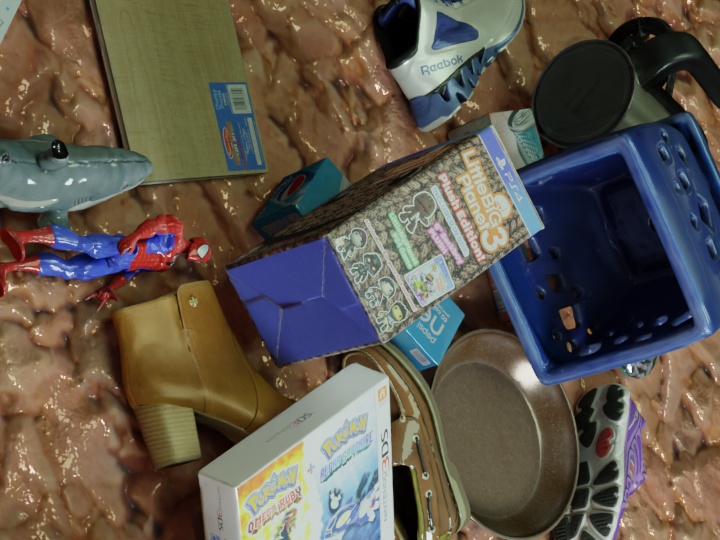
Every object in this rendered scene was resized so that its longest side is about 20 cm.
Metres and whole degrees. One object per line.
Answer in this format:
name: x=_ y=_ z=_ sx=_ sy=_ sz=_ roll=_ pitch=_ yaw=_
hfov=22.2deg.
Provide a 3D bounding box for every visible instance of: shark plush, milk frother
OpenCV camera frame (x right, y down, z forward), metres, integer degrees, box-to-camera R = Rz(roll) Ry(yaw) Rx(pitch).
shark plush: x=-0.251 y=-0.090 z=1.408 sx=0.200 sy=0.083 sz=0.092 roll=28 pitch=53 yaw=-51
milk frother: x=0.264 y=-0.190 z=1.899 sx=0.200 sy=0.181 sz=0.188 roll=45 pitch=8 yaw=38

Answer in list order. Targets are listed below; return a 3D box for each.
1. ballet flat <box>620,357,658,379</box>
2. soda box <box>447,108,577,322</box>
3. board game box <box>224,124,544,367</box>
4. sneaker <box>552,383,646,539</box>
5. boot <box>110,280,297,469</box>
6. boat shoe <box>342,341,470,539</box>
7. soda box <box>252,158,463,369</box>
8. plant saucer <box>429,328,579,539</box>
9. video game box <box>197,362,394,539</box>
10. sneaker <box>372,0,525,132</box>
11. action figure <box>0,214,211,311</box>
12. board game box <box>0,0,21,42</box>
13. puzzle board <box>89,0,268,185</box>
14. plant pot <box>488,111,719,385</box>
ballet flat: x=0.309 y=0.015 z=1.926 sx=0.072 sy=0.072 sz=0.202 roll=29 pitch=58 yaw=-32
soda box: x=0.154 y=-0.054 z=1.810 sx=0.068 sy=0.063 sz=0.202 roll=-11 pitch=83 yaw=-44
board game box: x=0.019 y=-0.019 z=1.501 sx=0.199 sy=0.159 sz=0.097 roll=-34 pitch=100 yaw=-35
sneaker: x=0.248 y=0.207 z=1.797 sx=0.083 sy=0.080 sz=0.201 roll=43 pitch=50 yaw=-31
boot: x=-0.107 y=0.078 z=1.516 sx=0.200 sy=0.071 sz=0.145 roll=-6 pitch=81 yaw=-39
boat shoe: x=0.032 y=0.154 z=1.617 sx=0.068 sy=0.072 sz=0.201 roll=-32 pitch=97 yaw=-44
soda box: x=0.000 y=0.000 z=1.637 sx=0.200 sy=0.064 sz=0.068 roll=49 pitch=49 yaw=-20
plant saucer: x=0.126 y=0.156 z=1.729 sx=0.199 sy=0.037 sz=0.202 roll=16 pitch=66 yaw=-39
video game box: x=-0.046 y=0.199 z=1.489 sx=0.200 sy=0.047 sz=0.184 roll=-33 pitch=128 yaw=-44
sneaker: x=0.081 y=-0.241 z=1.796 sx=0.115 sy=0.080 sz=0.200 roll=49 pitch=50 yaw=-21
action figure: x=-0.199 y=-0.011 z=1.467 sx=0.199 sy=0.066 sz=0.052 roll=-9 pitch=48 yaw=-44
board game box: x=-0.321 y=-0.154 z=1.345 sx=0.064 sy=0.147 sz=0.201 roll=34 pitch=55 yaw=-26
puzzle board: x=-0.161 y=-0.175 z=1.594 sx=0.150 sy=0.017 sz=0.202 roll=-7 pitch=81 yaw=-45
plant pot: x=0.245 y=-0.029 z=1.711 sx=0.179 sy=0.199 sz=0.201 roll=-26 pitch=94 yaw=-51
